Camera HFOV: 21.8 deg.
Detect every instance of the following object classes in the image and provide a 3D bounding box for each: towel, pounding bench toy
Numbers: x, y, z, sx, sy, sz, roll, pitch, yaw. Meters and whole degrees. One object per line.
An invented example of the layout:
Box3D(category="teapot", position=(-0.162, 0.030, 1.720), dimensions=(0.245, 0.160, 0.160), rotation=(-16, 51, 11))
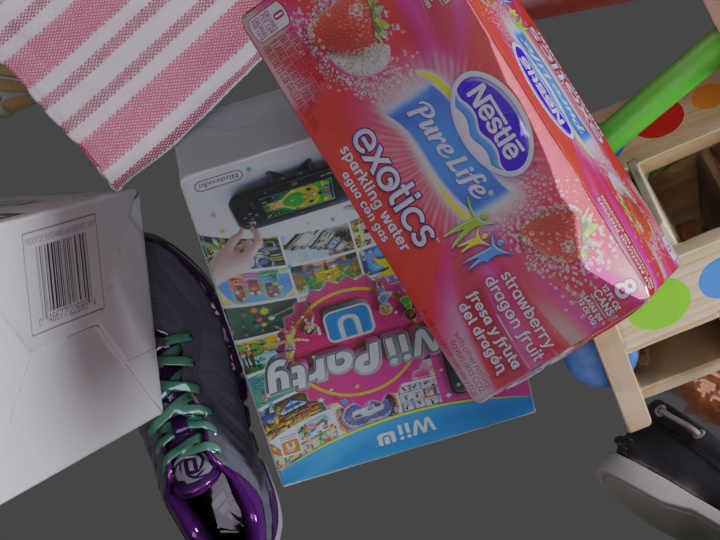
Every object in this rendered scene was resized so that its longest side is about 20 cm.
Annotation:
Box3D(category="towel", position=(-0.132, -0.160, 0.913), dimensions=(0.146, 0.030, 0.200), rotation=(-42, 94, -2))
Box3D(category="pounding bench toy", position=(0.149, -0.044, 0.929), dimensions=(0.155, 0.125, 0.201), rotation=(-21, 132, 6))

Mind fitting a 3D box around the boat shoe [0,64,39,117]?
Box3D(category="boat shoe", position=(-0.176, -0.116, 0.988), dimensions=(0.199, 0.072, 0.077), rotation=(17, 119, -3))

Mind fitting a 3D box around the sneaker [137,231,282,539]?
Box3D(category="sneaker", position=(-0.090, 0.074, 0.998), dimensions=(0.074, 0.088, 0.201), rotation=(-23, 98, 0))

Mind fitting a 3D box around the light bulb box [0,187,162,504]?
Box3D(category="light bulb box", position=(-0.229, 0.036, 0.905), dimensions=(0.198, 0.198, 0.126), rotation=(-3, 98, 19))

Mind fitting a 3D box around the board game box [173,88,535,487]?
Box3D(category="board game box", position=(0.000, 0.000, 0.969), dimensions=(0.146, 0.064, 0.201), rotation=(-17, 124, -1))

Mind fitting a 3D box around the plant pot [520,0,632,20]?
Box3D(category="plant pot", position=(0.100, -0.211, 0.929), dimensions=(0.194, 0.201, 0.202), rotation=(-15, 98, 7))

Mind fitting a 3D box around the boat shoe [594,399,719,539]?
Box3D(category="boat shoe", position=(0.220, 0.133, 0.993), dimensions=(0.060, 0.199, 0.074), rotation=(-52, 141, -14))

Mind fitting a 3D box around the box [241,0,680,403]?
Box3D(category="box", position=(0.048, -0.055, 0.829), dimensions=(0.095, 0.100, 0.201), rotation=(-32, 88, 19))
